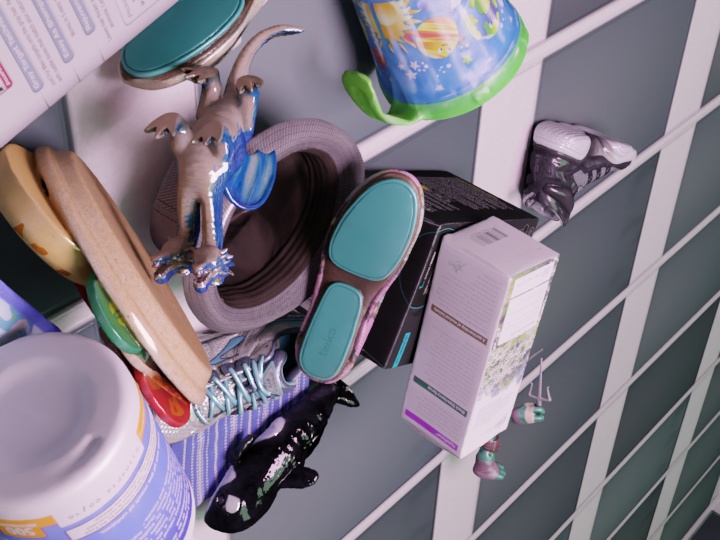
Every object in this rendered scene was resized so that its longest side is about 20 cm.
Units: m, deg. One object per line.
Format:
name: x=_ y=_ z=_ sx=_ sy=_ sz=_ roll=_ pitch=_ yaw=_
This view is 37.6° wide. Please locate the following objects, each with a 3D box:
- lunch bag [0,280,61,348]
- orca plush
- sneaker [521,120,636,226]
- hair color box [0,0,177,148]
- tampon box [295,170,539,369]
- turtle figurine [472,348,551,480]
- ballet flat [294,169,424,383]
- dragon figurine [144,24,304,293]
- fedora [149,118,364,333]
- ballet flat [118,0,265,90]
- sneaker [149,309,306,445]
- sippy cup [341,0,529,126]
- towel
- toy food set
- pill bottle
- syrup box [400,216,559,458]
lunch bag: x=-0.282 y=0.049 z=0.592 sx=0.170 sy=0.127 sz=0.200 roll=-53 pitch=139 yaw=-13
orca plush: x=-0.063 y=0.192 z=1.052 sx=0.200 sy=0.071 sz=0.106 roll=-38 pitch=146 yaw=-35
sneaker: x=0.261 y=-0.117 z=1.301 sx=0.199 sy=0.075 sz=0.114 roll=0 pitch=116 yaw=-49
hair color box: x=-0.176 y=-0.176 z=0.624 sx=0.200 sy=0.060 sz=0.099 roll=-47 pitch=146 yaw=-22
tampon box: x=0.056 y=-0.007 z=1.037 sx=0.200 sy=0.126 sz=0.151 roll=-6 pitch=121 yaw=-55
turtle figurine: x=0.181 y=0.169 z=1.400 sx=0.150 sy=0.100 sz=0.201 roll=-89 pitch=-169 yaw=-61
ballet flat: x=0.000 y=0.000 z=0.876 sx=0.071 sy=0.069 sz=0.201 roll=-53 pitch=165 yaw=-66
dragon figurine: x=-0.090 y=-0.077 z=0.696 sx=0.100 sy=0.058 sz=0.201 roll=86 pitch=18 yaw=-46
fedora: x=-0.090 y=-0.046 z=0.825 sx=0.200 sy=0.090 sz=0.178 roll=-23 pitch=135 yaw=-55
ballet flat: x=-0.088 y=-0.190 z=0.739 sx=0.200 sy=0.067 sz=0.062 roll=-52 pitch=158 yaw=-13
sneaker: x=-0.106 y=0.086 z=0.906 sx=0.200 sy=0.086 sz=0.078 roll=-36 pitch=124 yaw=-40
sippy cup: x=0.055 y=-0.216 z=0.873 sx=0.130 sy=0.139 sz=0.179 roll=52 pitch=32 yaw=-46
towel: x=-0.116 y=0.152 z=1.019 sx=0.200 sy=0.024 sz=0.145 roll=-29 pitch=138 yaw=-42
toy food set: x=-0.158 y=0.009 z=0.681 sx=0.049 sy=0.199 sz=0.200 roll=-32 pitch=180 yaw=-6
pill bottle: x=-0.164 y=0.136 z=0.643 sx=0.112 sy=0.112 sz=0.200 roll=-45 pitch=149 yaw=-24
syrup box: x=0.105 y=0.062 z=0.963 sx=0.079 sy=0.081 sz=0.201 roll=-22 pitch=134 yaw=-44
